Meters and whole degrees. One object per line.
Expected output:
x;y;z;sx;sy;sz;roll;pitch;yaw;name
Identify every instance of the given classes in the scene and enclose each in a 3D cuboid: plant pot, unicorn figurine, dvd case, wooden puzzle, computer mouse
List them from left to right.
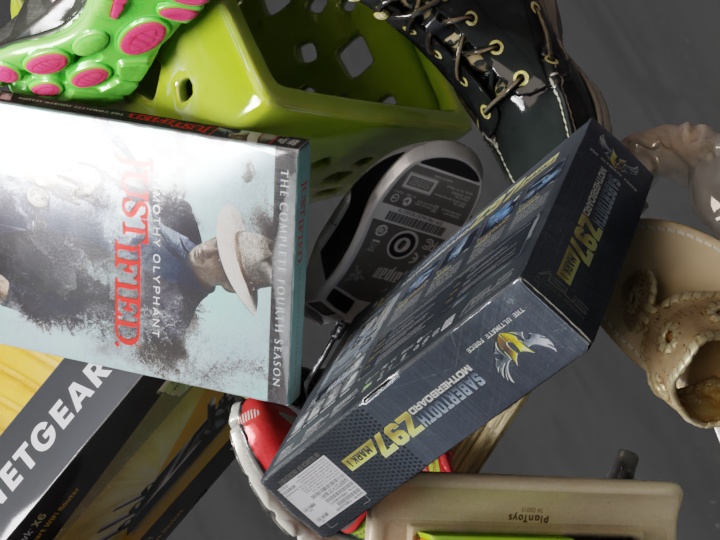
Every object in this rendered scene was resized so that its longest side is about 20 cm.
-0.123;-0.014;0.867;0.200;0.022;0.146;11;112;17;dvd case
-0.084;-0.125;0.968;0.181;0.200;0.199;-36;68;33;plant pot
0.000;0.000;0.932;0.200;0.110;0.044;-56;41;20;computer mouse
0.086;0.207;0.846;0.037;0.185;0.200;-171;86;-68;wooden puzzle
0.199;-0.045;0.842;0.200;0.074;0.137;-43;56;42;unicorn figurine

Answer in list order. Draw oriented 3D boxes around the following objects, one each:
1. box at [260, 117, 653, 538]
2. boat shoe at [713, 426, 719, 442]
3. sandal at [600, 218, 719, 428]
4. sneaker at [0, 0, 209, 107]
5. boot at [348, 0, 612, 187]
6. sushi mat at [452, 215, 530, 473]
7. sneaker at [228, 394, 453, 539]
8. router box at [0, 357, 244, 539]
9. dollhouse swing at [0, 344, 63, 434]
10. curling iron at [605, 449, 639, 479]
0.049;0.029;0.806;0.051;0.158;0.200;43;126;-10;box
0.235;0.117;0.816;0.060;0.072;0.202;-30;77;27;boat shoe
0.178;0.045;0.769;0.212;0.070;0.078;45;108;23;sandal
-0.135;-0.148;0.849;0.200;0.077;0.084;-28;52;41;sneaker
0.051;-0.123;0.874;0.073;0.154;0.204;-38;48;32;boot
0.051;0.072;0.968;0.096;0.012;0.200;39;107;29;sushi mat
0.011;0.120;0.905;0.085;0.200;0.077;-40;29;22;sneaker
-0.145;0.108;0.984;0.052;0.157;0.200;43;97;27;router box
-0.229;0.067;1.067;0.176;0.182;0.200;30;102;42;dollhouse swing
0.109;0.191;0.888;0.026;0.050;0.200;18;78;56;curling iron
